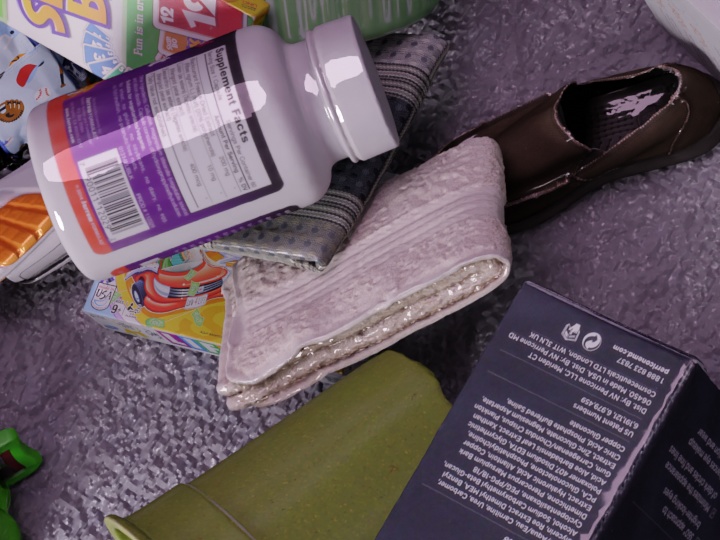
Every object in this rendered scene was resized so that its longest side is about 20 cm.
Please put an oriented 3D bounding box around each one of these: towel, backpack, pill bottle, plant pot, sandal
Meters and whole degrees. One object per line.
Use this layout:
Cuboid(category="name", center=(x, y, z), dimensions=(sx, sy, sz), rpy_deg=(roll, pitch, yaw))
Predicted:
Cuboid(category="towel", center=(-0.066, -0.080, 1.603), dimensions=(0.199, 0.035, 0.193), rpy_deg=(9, 54, 29))
Cuboid(category="towel", center=(0.000, 0.000, 1.524), dimensions=(0.200, 0.034, 0.133), rpy_deg=(-28, 32, 19))
Cuboid(category="backpack", center=(-0.259, -0.190, 1.719), dimensions=(0.154, 0.190, 0.200), rpy_deg=(-41, 56, 4))
Cuboid(category="pill bottle", center=(-0.084, -0.077, 1.505), dimensions=(0.199, 0.111, 0.112), rpy_deg=(-20, 61, 5))
Cuboid(category="plant pot", center=(-0.010, 0.152, 1.472), dimensions=(0.190, 0.200, 0.200), rpy_deg=(-42, 56, -13))
Cuboid(category="sandal", center=(-0.193, -0.042, 1.697), dimensions=(0.207, 0.059, 0.079), rpy_deg=(-41, 41, 1))

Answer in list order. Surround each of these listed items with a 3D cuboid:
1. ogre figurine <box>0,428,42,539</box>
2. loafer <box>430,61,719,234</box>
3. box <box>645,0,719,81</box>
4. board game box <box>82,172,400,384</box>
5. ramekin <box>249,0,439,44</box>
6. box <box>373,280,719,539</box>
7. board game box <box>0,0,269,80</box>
Cuboid(category="ogre figurine", center=(-0.266, 0.126, 1.626), dimensions=(0.098, 0.120, 0.200), rpy_deg=(-49, 56, 4))
Cuboid(category="loafer", center=(0.122, -0.084, 1.563), dimensions=(0.200, 0.071, 0.073), rpy_deg=(-23, 60, 15))
Cuboid(category="box", center=(0.248, -0.156, 1.487), dimensions=(0.106, 0.152, 0.200), rpy_deg=(-43, 58, 2))
Cuboid(category="board game box", center=(-0.067, -0.010, 1.641), dimensions=(0.199, 0.034, 0.135), rpy_deg=(12, 73, 29))
Cuboid(category="ramekin", center=(-0.041, -0.206, 1.624), dimensions=(0.199, 0.200, 0.098), rpy_deg=(4, 112, 27))
Cuboid(category="box", center=(0.118, 0.142, 1.391), dimensions=(0.117, 0.197, 0.200), rpy_deg=(25, 81, 32))
Cuboid(category="board game box", center=(-0.157, -0.167, 1.575), dimensions=(0.200, 0.030, 0.096), rpy_deg=(31, 127, 12))
